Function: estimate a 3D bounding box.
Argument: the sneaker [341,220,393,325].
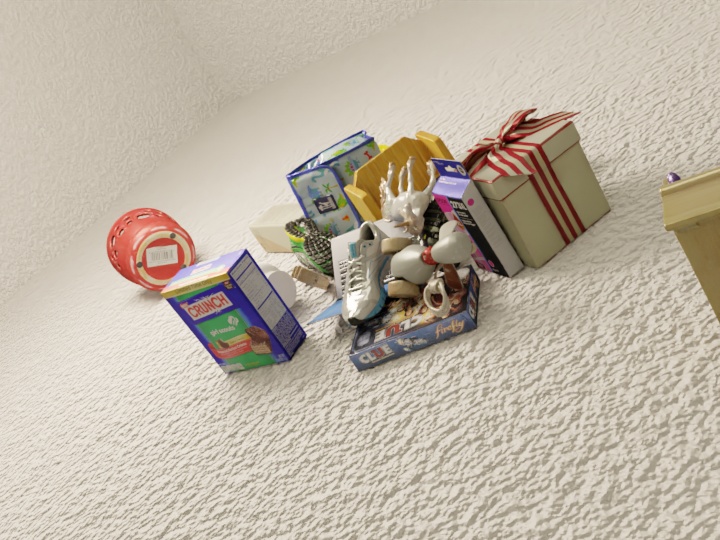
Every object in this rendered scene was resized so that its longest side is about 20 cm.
[{"bbox_3d":[0.000,0.000,1.346,0.075,0.087,0.200,-16,38,29],"label":"sneaker"}]

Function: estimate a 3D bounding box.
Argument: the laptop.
[{"bbox_3d":[0.005,-0.010,1.447,0.187,0.116,0.200,-20,64,28],"label":"laptop"}]

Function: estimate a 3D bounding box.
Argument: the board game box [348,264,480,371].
[{"bbox_3d":[0.084,0.072,1.288,0.200,0.035,0.136,-23,24,22],"label":"board game box"}]

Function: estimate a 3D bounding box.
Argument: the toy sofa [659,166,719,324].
[{"bbox_3d":[0.384,-0.017,0.862,0.083,0.200,0.098,-19,31,31],"label":"toy sofa"}]

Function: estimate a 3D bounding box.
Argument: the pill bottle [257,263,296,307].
[{"bbox_3d":[-0.216,0.046,1.637,0.200,0.112,0.112,-7,34,48],"label":"pill bottle"}]

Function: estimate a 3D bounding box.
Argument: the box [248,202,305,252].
[{"bbox_3d":[-0.156,-0.097,1.895,0.095,0.078,0.200,-44,25,-25],"label":"box"}]

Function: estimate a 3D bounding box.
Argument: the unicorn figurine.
[{"bbox_3d":[0.080,-0.120,1.414,0.074,0.137,0.200,8,-7,-8],"label":"unicorn figurine"}]

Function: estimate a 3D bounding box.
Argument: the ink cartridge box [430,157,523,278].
[{"bbox_3d":[0.168,-0.080,1.274,0.037,0.200,0.095,-38,22,-12],"label":"ink cartridge box"}]

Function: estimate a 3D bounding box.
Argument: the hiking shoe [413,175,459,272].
[{"bbox_3d":[0.137,-0.088,1.405,0.101,0.076,0.200,121,153,-42],"label":"hiking shoe"}]

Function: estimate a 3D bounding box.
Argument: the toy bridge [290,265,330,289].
[{"bbox_3d":[-0.092,0.014,1.592,0.200,0.067,0.027,-170,102,-82],"label":"toy bridge"}]

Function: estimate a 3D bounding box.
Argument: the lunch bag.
[{"bbox_3d":[-0.034,-0.170,1.749,0.200,0.170,0.127,-27,21,-2],"label":"lunch bag"}]

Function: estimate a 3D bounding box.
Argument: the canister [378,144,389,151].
[{"bbox_3d":[-0.015,-0.192,1.897,0.200,0.087,0.149,-42,24,-18],"label":"canister"}]

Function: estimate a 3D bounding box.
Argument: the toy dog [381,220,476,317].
[{"bbox_3d":[0.114,-0.011,1.258,0.096,0.132,0.200,0,11,-31],"label":"toy dog"}]

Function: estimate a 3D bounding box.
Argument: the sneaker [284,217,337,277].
[{"bbox_3d":[-0.082,-0.035,1.690,0.078,0.085,0.200,-24,34,-16],"label":"sneaker"}]

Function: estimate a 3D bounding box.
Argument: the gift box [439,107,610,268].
[{"bbox_3d":[0.259,-0.136,1.286,0.185,0.187,0.200,-40,22,-16],"label":"gift box"}]

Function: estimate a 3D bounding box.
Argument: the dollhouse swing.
[{"bbox_3d":[0.112,-0.151,1.561,0.200,0.182,0.176,-38,11,-13],"label":"dollhouse swing"}]

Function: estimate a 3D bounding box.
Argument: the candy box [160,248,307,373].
[{"bbox_3d":[-0.219,0.075,1.464,0.169,0.200,0.077,-16,28,36],"label":"candy box"}]

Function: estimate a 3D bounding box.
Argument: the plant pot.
[{"bbox_3d":[-0.528,-0.047,2.142,0.200,0.200,0.182,-39,31,-14],"label":"plant pot"}]
